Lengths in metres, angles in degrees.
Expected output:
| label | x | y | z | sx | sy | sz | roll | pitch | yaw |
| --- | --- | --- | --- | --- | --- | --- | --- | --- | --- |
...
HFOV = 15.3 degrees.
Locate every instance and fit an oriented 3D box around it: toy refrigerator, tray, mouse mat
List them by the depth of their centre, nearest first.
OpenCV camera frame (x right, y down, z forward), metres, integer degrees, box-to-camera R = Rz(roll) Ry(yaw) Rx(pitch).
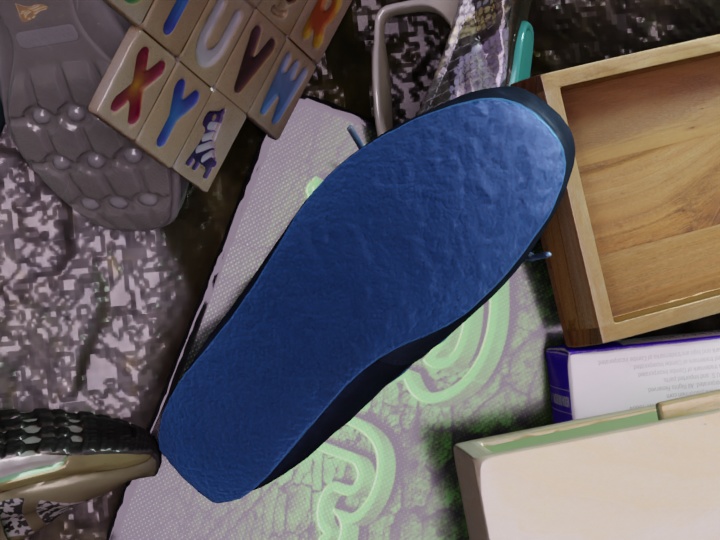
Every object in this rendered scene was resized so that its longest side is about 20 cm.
| label | x | y | z | sx | sy | sz | roll | pitch | yaw |
| --- | --- | --- | --- | --- | --- | --- | --- | --- | --- |
| toy refrigerator | 0.137 | 0.072 | 0.941 | 0.199 | 0.076 | 0.070 | -10 | 91 | -3 |
| tray | 0.159 | -0.043 | 1.000 | 0.199 | 0.037 | 0.099 | -14 | 91 | -20 |
| mouse mat | 0.008 | 0.050 | 1.036 | 0.160 | 0.008 | 0.201 | 21 | 87 | -2 |

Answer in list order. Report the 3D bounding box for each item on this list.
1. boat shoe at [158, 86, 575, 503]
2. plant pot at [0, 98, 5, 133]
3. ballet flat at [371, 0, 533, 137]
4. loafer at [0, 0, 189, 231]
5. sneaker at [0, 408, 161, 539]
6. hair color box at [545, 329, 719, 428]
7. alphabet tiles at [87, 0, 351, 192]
| label | x | y | z | sx | sy | sz | roll | pitch | yaw |
| --- | --- | --- | --- | --- | --- | --- | --- | --- | --- |
| boat shoe | 0.000 | 0.000 | 0.967 | 0.200 | 0.069 | 0.084 | -38 | 88 | 26 |
| plant pot | -0.228 | -0.091 | 0.964 | 0.199 | 0.135 | 0.201 | 0 | 89 | -3 |
| ballet flat | 0.042 | -0.107 | 1.010 | 0.072 | 0.072 | 0.201 | 13 | 85 | -2 |
| loafer | -0.105 | -0.099 | 0.970 | 0.070 | 0.070 | 0.201 | -3 | 133 | 17 |
| sneaker | -0.162 | 0.114 | 1.003 | 0.199 | 0.077 | 0.089 | -20 | 103 | 2 |
| hair color box | 0.136 | 0.123 | 1.010 | 0.109 | 0.065 | 0.201 | -5 | 89 | -4 |
| alphabet tiles | -0.029 | -0.130 | 0.962 | 0.006 | 0.166 | 0.201 | 25 | 85 | 24 |
